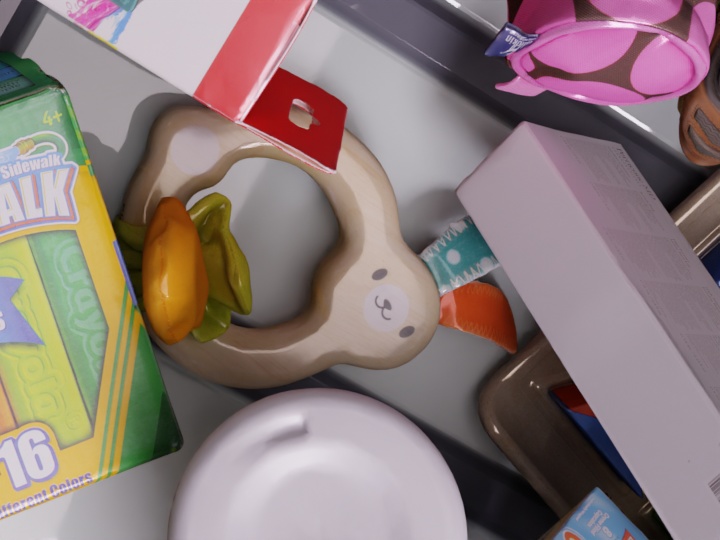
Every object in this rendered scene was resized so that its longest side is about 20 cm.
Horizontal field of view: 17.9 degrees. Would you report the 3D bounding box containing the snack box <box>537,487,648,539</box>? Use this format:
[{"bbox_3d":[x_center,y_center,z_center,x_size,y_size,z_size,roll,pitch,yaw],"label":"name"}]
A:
[{"bbox_3d":[0.035,0.172,0.904,0.037,0.200,0.116,46,125,3],"label":"snack box"}]

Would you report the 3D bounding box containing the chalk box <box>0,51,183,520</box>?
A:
[{"bbox_3d":[-0.167,-0.012,0.911,0.124,0.124,0.202,-22,107,-12],"label":"chalk box"}]

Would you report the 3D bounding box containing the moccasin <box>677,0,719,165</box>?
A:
[{"bbox_3d":[0.205,-0.131,1.033,0.073,0.078,0.202,29,72,-5],"label":"moccasin"}]

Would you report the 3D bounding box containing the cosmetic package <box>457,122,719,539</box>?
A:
[{"bbox_3d":[0.124,0.032,0.968,0.082,0.201,0.051,6,136,-50],"label":"cosmetic package"}]

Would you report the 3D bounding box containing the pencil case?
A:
[{"bbox_3d":[0.100,-0.172,0.955,0.090,0.093,0.202,18,69,-33],"label":"pencil case"}]

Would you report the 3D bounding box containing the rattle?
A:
[{"bbox_3d":[0.000,0.000,0.963,0.199,0.143,0.131,21,76,-14],"label":"rattle"}]

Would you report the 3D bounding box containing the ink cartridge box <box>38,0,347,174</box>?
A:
[{"bbox_3d":[-0.076,-0.127,0.892,0.199,0.116,0.068,31,106,-8],"label":"ink cartridge box"}]

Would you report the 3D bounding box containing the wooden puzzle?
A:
[{"bbox_3d":[0.179,0.063,1.073,0.200,0.046,0.185,-44,113,-5],"label":"wooden puzzle"}]

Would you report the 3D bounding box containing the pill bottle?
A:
[{"bbox_3d":[-0.022,0.114,0.927,0.110,0.200,0.113,1,80,-4],"label":"pill bottle"}]
